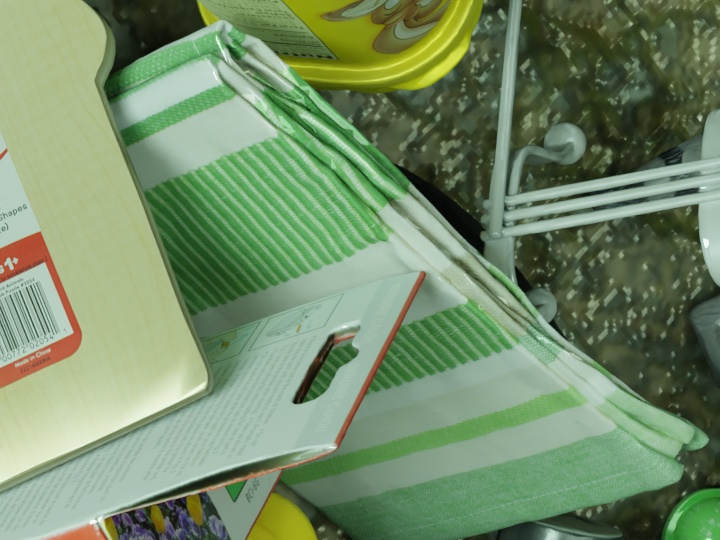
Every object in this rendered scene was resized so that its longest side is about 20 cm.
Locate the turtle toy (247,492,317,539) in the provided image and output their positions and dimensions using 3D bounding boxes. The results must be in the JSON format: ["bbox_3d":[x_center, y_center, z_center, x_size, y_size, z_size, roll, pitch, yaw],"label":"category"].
[{"bbox_3d":[-0.065,0.163,0.797,0.101,0.200,0.146,43,44,1],"label":"turtle toy"}]

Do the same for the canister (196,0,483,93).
[{"bbox_3d":[-0.016,-0.135,0.728,0.086,0.200,0.150,5,85,10],"label":"canister"}]

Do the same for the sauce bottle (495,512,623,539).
[{"bbox_3d":[0.047,0.179,0.904,0.066,0.066,0.201,12,94,-27],"label":"sauce bottle"}]

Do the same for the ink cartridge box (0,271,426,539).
[{"bbox_3d":[-0.072,0.070,0.742,0.199,0.109,0.051,-19,108,22],"label":"ink cartridge box"}]

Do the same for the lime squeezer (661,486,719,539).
[{"bbox_3d":[0.120,0.097,0.929,0.038,0.071,0.200,44,47,-2],"label":"lime squeezer"}]

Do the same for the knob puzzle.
[{"bbox_3d":[-0.154,-0.021,0.746,0.218,0.030,0.221,-2,81,10],"label":"knob puzzle"}]

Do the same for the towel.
[{"bbox_3d":[-0.014,0.013,0.805,0.200,0.152,0.023,40,54,-26],"label":"towel"}]

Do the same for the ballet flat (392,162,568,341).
[{"bbox_3d":[0.000,0.000,0.865,0.057,0.067,0.200,-37,119,28],"label":"ballet flat"}]

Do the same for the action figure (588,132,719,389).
[{"bbox_3d":[0.170,-0.075,0.902,0.193,0.104,0.200,-43,139,-19],"label":"action figure"}]

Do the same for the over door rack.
[{"bbox_3d":[0.111,-0.085,0.815,0.067,0.147,0.201,38,48,-55],"label":"over door rack"}]
